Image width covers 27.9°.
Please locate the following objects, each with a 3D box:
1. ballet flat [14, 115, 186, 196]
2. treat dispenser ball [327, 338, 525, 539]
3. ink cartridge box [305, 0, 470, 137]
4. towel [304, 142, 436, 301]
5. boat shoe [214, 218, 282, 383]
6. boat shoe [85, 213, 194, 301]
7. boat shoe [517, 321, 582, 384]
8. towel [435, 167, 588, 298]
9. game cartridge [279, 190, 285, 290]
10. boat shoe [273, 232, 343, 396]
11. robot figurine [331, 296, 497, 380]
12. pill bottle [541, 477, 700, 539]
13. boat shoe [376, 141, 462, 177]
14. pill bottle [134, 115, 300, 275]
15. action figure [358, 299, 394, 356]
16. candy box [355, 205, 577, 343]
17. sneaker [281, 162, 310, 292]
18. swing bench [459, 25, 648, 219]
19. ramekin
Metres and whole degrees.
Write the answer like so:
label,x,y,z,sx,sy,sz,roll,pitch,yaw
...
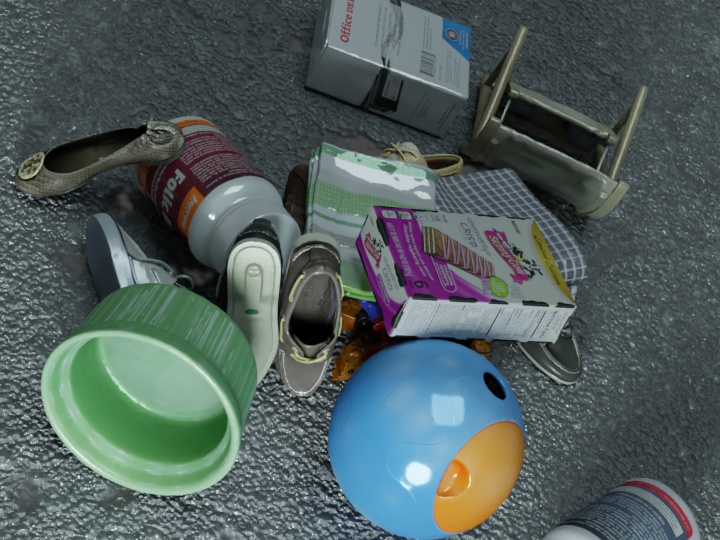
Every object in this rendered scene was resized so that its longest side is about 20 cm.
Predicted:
label,x,y,z,sx,sy,sz,roll,pitch,yaw
ballet flat,-0.285,-0.127,1.557,0.199,0.046,0.068,-11,53,14
treat dispenser ball,0.067,0.170,1.465,0.200,0.201,0.202,14,49,-17
ink cartridge box,0.038,-0.280,1.895,0.199,0.084,0.145,19,47,-14
towel,0.012,-0.051,1.575,0.148,0.031,0.201,10,48,-8
boat shoe,-0.117,0.042,1.484,0.071,0.201,0.068,8,30,-10
boat shoe,-0.219,0.024,1.522,0.086,0.075,0.203,-13,63,-34
boat shoe,0.211,0.043,1.744,0.067,0.057,0.200,-13,61,-35
towel,0.147,-0.038,1.680,0.165,0.086,0.200,-12,49,-29
game cartridge,-0.061,-0.032,1.678,0.133,0.042,0.200,49,48,9
boat shoe,-0.054,0.058,1.493,0.071,0.201,0.060,4,37,-10
robot figurine,0.059,0.077,1.636,0.199,0.058,0.146,4,53,-24
pill bottle,0.252,0.308,1.509,0.199,0.120,0.120,-23,67,-39
boat shoe,0.051,-0.122,1.750,0.074,0.070,0.199,28,18,38
pill bottle,-0.154,-0.072,1.566,0.114,0.115,0.200,-10,39,-33
action figure,0.000,0.000,1.593,0.051,0.066,0.201,-4,47,-13
candy box,0.109,0.004,1.506,0.199,0.061,0.137,4,44,-26
sneaker,-0.071,-0.042,1.608,0.075,0.071,0.201,4,52,-21
swing bench,0.250,-0.180,1.900,0.198,0.130,0.201,26,52,-7
ramekin,-0.195,0.109,1.386,0.199,0.200,0.098,29,39,-3
